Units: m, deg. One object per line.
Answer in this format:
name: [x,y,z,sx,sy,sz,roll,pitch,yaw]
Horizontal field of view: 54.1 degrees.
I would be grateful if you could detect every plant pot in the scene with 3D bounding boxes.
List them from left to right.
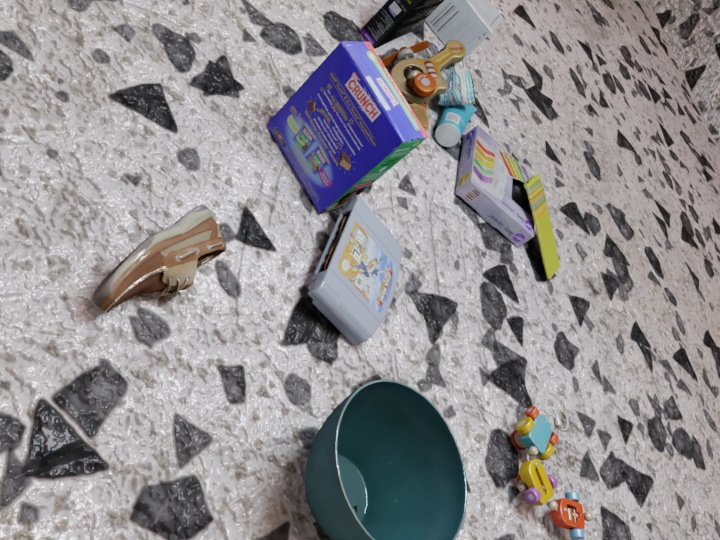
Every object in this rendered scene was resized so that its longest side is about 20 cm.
plant pot: [0.011,0.248,0.835,0.198,0.134,0.203,23,50,-31]

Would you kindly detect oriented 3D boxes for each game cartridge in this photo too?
game cartridge: [0.000,0.000,1.042,0.133,0.041,0.202,44,46,-26]

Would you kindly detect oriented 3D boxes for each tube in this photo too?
tube: [0.199,-0.323,1.467,0.077,0.050,0.201,43,37,-13]

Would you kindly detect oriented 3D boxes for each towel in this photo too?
towel: [0.370,-0.090,1.440,0.086,0.018,0.203,-32,110,-54]

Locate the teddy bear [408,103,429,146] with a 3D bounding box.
teddy bear: [0.028,-0.286,1.270,0.198,0.067,0.147,6,51,-34]

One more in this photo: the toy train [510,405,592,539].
toy train: [0.298,0.323,1.132,0.149,0.055,0.203,20,55,-36]

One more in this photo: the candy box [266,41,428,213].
candy box: [-0.024,-0.211,1.053,0.077,0.199,0.171,-26,84,-49]

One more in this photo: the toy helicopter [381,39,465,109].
toy helicopter: [0.130,-0.405,1.394,0.132,0.079,0.199,45,63,11]

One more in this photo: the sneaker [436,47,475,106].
sneaker: [0.177,-0.410,1.476,0.201,0.085,0.078,-102,-179,-50]

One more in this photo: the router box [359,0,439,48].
router box: [0.103,-0.534,1.429,0.051,0.149,0.200,51,40,-4]

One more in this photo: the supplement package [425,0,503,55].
supplement package: [0.215,-0.606,1.615,0.200,0.109,0.114,48,41,-9]

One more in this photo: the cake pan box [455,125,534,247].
cake pan box: [0.283,-0.171,1.442,0.199,0.052,0.186,37,46,-22]

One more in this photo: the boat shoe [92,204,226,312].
boat shoe: [-0.224,-0.007,0.825,0.072,0.075,0.200,51,42,-8]
